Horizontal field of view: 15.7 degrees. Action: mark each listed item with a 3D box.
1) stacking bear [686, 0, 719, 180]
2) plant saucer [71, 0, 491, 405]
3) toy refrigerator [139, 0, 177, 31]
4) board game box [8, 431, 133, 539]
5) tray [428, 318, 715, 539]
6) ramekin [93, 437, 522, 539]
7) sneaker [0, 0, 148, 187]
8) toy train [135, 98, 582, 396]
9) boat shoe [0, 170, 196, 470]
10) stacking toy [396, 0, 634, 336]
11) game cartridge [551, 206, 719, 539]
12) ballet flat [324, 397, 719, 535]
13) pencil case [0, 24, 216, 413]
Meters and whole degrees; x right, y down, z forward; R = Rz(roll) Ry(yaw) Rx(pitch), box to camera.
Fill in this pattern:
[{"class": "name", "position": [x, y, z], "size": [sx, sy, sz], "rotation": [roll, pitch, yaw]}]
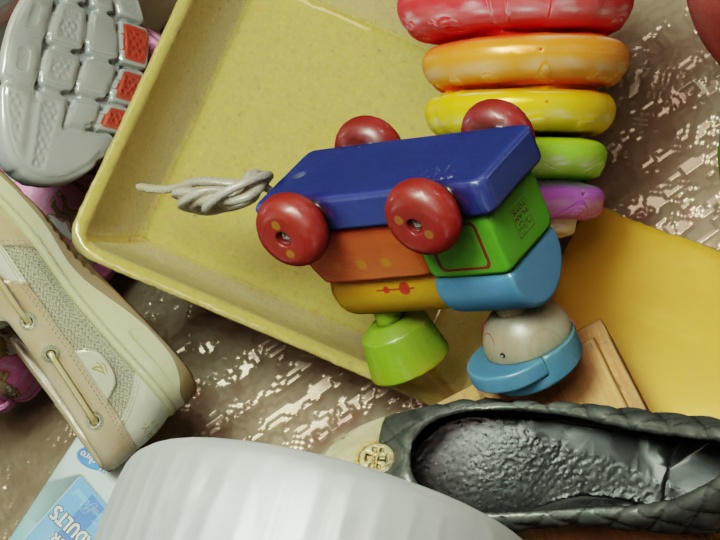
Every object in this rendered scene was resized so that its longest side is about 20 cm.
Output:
[{"class": "stacking bear", "position": [0.205, -0.033, 1.128], "size": [0.121, 0.114, 0.201], "rotation": [-8, 52, 22]}, {"class": "plant saucer", "position": [-0.009, -0.053, 1.231], "size": [0.199, 0.048, 0.201], "rotation": [23, 73, 0]}, {"class": "toy refrigerator", "position": [-0.157, -0.130, 1.323], "size": [0.070, 0.076, 0.200], "rotation": [33, 79, 27]}, {"class": "board game box", "position": [-0.116, 0.193, 1.179], "size": [0.151, 0.047, 0.200], "rotation": [27, 76, 26]}, {"class": "tray", "position": [0.103, 0.128, 1.117], "size": [0.098, 0.037, 0.200], "rotation": [-28, 61, 5]}, {"class": "ramekin", "position": [-0.021, 0.142, 1.050], "size": [0.200, 0.201, 0.098], "rotation": [9, 70, 20]}, {"class": "sneaker", "position": [-0.152, -0.121, 1.246], "size": [0.082, 0.077, 0.201], "rotation": [-24, 50, 42]}, {"class": "toy train", "position": [0.000, 0.000, 1.152], "size": [0.199, 0.116, 0.085], "rotation": [-5, 28, 38]}, {"class": "boat shoe", "position": [-0.164, 0.005, 1.189], "size": [0.200, 0.072, 0.065], "rotation": [46, 79, -3]}, {"class": "stacking toy", "position": [0.072, -0.053, 1.174], "size": [0.116, 0.110, 0.201], "rotation": [0, 88, -16]}, {"class": "game cartridge", "position": [0.152, 0.080, 1.162], "size": [0.200, 0.032, 0.177], "rotation": [22, 74, 27]}, {"class": "ballet flat", "position": [0.076, 0.078, 1.096], "size": [0.199, 0.057, 0.067], "rotation": [-2, 64, 18]}, {"class": "pencil case", "position": [-0.146, -0.028, 1.270], "size": [0.086, 0.083, 0.200], "rotation": [27, 75, 41]}]
